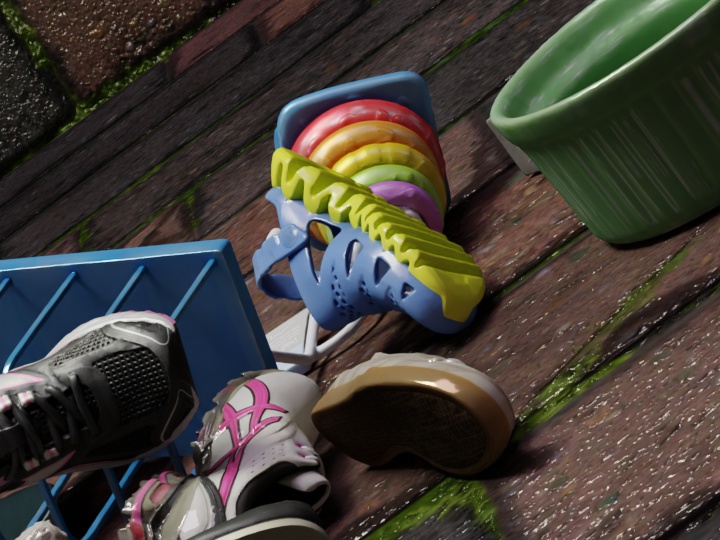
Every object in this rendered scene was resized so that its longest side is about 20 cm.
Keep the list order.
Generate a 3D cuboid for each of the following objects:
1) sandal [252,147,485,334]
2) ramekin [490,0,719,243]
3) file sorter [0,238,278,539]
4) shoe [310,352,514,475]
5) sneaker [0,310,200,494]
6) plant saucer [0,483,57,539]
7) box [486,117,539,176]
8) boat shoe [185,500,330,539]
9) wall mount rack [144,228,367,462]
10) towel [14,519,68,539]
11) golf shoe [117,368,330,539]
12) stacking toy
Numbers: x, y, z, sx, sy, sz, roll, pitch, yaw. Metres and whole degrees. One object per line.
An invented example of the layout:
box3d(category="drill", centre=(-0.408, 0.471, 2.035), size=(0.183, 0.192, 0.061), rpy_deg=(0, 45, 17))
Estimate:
box3d(category="sandal", centre=(0.000, 0.000, 1.690), size=(0.200, 0.079, 0.087), rpy_deg=(33, 98, 52))
box3d(category="ramekin", centre=(0.180, -0.104, 1.581), size=(0.200, 0.098, 0.200), rpy_deg=(-35, 13, 9))
box3d(category="file sorter", centre=(-0.160, 0.080, 1.622), size=(0.199, 0.139, 0.123), rpy_deg=(-5, 32, 26))
box3d(category="shoe", centre=(0.031, 0.063, 1.442), size=(0.053, 0.070, 0.200), rpy_deg=(-48, 13, -18))
box3d(category="sneaker", centre=(-0.177, 0.087, 1.500), size=(0.199, 0.081, 0.086), rpy_deg=(-25, 4, 28))
box3d(category="plant saucer", centre=(-0.259, 0.211, 1.774), size=(0.201, 0.039, 0.201), rpy_deg=(-35, 12, 8))
box3d(category="box", centre=(0.193, -0.144, 1.805), size=(0.158, 0.048, 0.200), rpy_deg=(-44, 14, -32))
box3d(category="boat shoe", centre=(-0.098, 0.165, 1.398), size=(0.201, 0.074, 0.063), rpy_deg=(-35, 34, 23))
box3d(category="wall mount rack", centre=(-0.091, 0.060, 1.787), size=(0.200, 0.075, 0.174), rpy_deg=(-33, 22, 21))
box3d(category="towel", centre=(-0.197, 0.197, 1.481), size=(0.132, 0.034, 0.200), rpy_deg=(-41, -15, -13))
box3d(category="golf shoe", centre=(-0.051, 0.116, 1.517), size=(0.092, 0.073, 0.200), rpy_deg=(1, 26, 21))
box3d(category="stacking toy", centre=(0.016, -0.032, 1.802), size=(0.109, 0.117, 0.200), rpy_deg=(-16, 30, -4))
